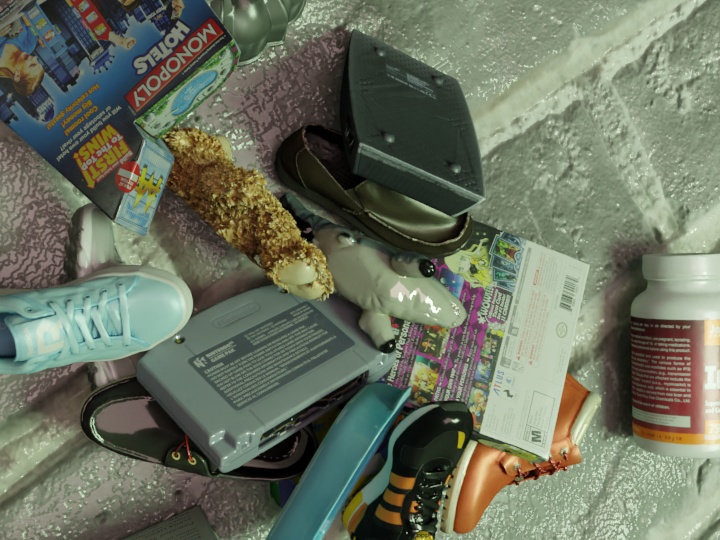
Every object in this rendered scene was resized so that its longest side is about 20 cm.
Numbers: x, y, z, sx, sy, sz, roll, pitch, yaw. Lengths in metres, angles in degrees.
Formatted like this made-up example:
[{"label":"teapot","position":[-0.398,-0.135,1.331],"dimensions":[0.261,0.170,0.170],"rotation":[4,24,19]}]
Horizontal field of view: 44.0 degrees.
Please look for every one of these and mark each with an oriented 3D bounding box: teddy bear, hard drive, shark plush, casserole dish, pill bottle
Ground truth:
[{"label":"teddy bear","position":[-0.094,-0.051,0.752],"dimensions":[0.067,0.145,0.199],"rotation":[-48,60,-3]},{"label":"hard drive","position":[0.041,-0.133,0.796],"dimensions":[0.133,0.202,0.043],"rotation":[21,126,-19]},{"label":"shark plush","position":[0.000,0.000,0.804],"dimensions":[0.083,0.198,0.092],"rotation":[-16,126,-59]},{"label":"casserole dish","position":[-0.023,0.172,0.744],"dimensions":[0.038,0.121,0.202],"rotation":[33,105,9]},{"label":"pill bottle","position":[0.340,0.084,0.930],"dimensions":[0.111,0.113,0.204],"rotation":[-3,92,-19]}]

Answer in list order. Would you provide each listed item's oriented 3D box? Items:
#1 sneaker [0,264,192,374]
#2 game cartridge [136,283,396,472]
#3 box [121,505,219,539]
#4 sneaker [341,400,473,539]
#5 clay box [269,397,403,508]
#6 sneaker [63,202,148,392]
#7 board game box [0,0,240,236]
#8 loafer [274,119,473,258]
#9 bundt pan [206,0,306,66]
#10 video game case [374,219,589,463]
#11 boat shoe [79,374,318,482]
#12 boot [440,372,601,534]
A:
[{"label":"sneaker","position":[-0.227,0.047,0.673],"dimensions":[0.196,0.082,0.075],"rotation":[-10,107,-2]},{"label":"game cartridge","position":[-0.080,0.075,0.751],"dimensions":[0.198,0.041,0.133],"rotation":[-25,57,-40]},{"label":"box","position":[-0.183,0.340,0.740],"dimensions":[0.197,0.130,0.202],"rotation":[-20,98,-18]},{"label":"sneaker","position":[0.051,0.200,0.771],"dimensions":[0.069,0.091,0.201],"rotation":[7,131,-29]},{"label":"clay box","position":[0.010,0.149,0.849],"dimensions":[0.196,0.048,0.117],"rotation":[-5,93,-19]},{"label":"sneaker","position":[-0.202,0.039,0.766],"dimensions":[0.081,0.074,0.204],"rotation":[-15,107,-25]},{"label":"board game box","position":[-0.192,-0.141,0.695],"dimensions":[0.199,0.062,0.201],"rotation":[-37,77,4]},{"label":"loafer","position":[0.016,-0.073,0.810],"dimensions":[0.197,0.071,0.074],"rotation":[22,68,-5]},{"label":"bundt pan","position":[-0.128,-0.284,0.778],"dimensions":[0.198,0.076,0.206],"rotation":[-1,92,-20]},{"label":"video game case","position":[0.112,0.056,0.841],"dimensions":[0.178,0.036,0.203],"rotation":[19,68,-4]},{"label":"boat shoe","position":[-0.130,0.131,0.739],"dimensions":[0.198,0.063,0.075],"rotation":[12,93,-20]},{"label":"boot","position":[0.153,0.178,0.857],"dimensions":[0.106,0.075,0.201],"rotation":[29,74,18]}]
